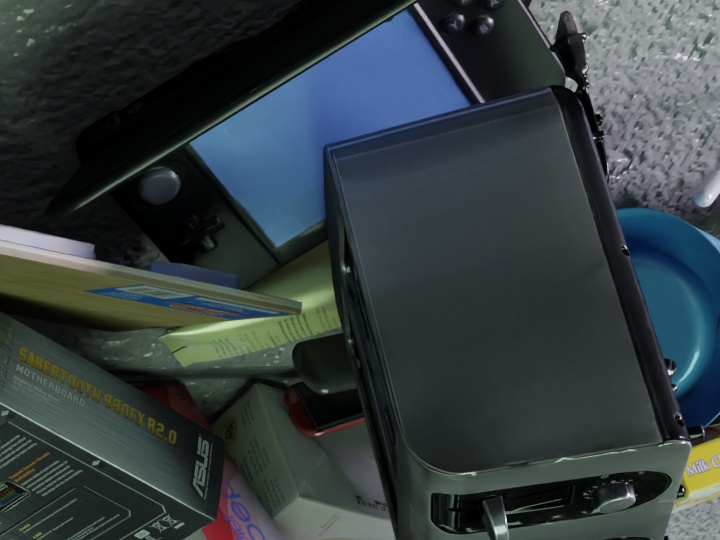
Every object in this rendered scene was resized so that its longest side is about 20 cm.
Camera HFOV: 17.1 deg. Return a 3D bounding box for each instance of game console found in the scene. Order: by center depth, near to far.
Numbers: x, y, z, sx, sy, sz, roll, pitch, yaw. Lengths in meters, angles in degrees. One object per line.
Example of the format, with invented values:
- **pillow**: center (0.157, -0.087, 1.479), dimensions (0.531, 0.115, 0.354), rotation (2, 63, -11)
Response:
- **game console**: center (-0.015, -0.055, 1.012), dimensions (0.200, 0.117, 0.176), rotation (-30, 133, 9)

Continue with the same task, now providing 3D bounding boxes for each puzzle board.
- **puzzle board**: center (-0.147, 0.001, 1.030), dimensions (0.200, 0.017, 0.151), rotation (12, 168, -38)

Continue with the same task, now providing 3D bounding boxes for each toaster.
- **toaster**: center (0.059, 0.030, 1.022), dimensions (0.118, 0.200, 0.181), rotation (-12, 157, -5)

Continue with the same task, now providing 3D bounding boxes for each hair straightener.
- **hair straightener**: center (0.059, 0.030, 1.219), dimensions (0.199, 0.041, 0.077), rotation (-11, 141, -16)

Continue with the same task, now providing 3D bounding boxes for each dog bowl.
- **dog bowl**: center (0.109, 0.049, 1.152), dimensions (0.200, 0.112, 0.050), rotation (-37, 164, 29)

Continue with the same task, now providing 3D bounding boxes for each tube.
- **tube**: center (0.000, 0.000, 1.146), dimensions (0.200, 0.052, 0.058), rotation (-23, 126, 0)

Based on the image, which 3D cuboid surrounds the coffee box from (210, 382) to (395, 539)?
- **coffee box**: center (-0.070, 0.160, 1.273), dimensions (0.114, 0.080, 0.200), rotation (22, 124, -44)

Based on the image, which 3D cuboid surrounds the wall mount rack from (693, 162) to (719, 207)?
- **wall mount rack**: center (0.235, -0.107, 1.121), dimensions (0.173, 0.075, 0.200), rotation (-8, 139, -19)

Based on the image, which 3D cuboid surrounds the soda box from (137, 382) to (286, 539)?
- **soda box**: center (-0.072, 0.153, 1.162), dimensions (0.070, 0.200, 0.063), rotation (-44, 161, 25)

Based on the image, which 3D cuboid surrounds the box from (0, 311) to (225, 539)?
- **box**: center (-0.185, 0.102, 1.102), dimensions (0.158, 0.048, 0.200), rotation (32, 132, -30)

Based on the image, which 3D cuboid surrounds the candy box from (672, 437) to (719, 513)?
- **candy box**: center (0.172, 0.103, 1.208), dimensions (0.102, 0.026, 0.200), rotation (-15, 170, -15)

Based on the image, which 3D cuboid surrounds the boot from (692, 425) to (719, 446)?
- **boot**: center (0.190, 0.038, 1.254), dimensions (0.186, 0.064, 0.200), rotation (-38, 151, 22)

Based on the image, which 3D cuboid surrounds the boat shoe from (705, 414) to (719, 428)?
- **boat shoe**: center (0.226, 0.005, 1.196), dimensions (0.201, 0.072, 0.066), rotation (-38, -166, -29)
